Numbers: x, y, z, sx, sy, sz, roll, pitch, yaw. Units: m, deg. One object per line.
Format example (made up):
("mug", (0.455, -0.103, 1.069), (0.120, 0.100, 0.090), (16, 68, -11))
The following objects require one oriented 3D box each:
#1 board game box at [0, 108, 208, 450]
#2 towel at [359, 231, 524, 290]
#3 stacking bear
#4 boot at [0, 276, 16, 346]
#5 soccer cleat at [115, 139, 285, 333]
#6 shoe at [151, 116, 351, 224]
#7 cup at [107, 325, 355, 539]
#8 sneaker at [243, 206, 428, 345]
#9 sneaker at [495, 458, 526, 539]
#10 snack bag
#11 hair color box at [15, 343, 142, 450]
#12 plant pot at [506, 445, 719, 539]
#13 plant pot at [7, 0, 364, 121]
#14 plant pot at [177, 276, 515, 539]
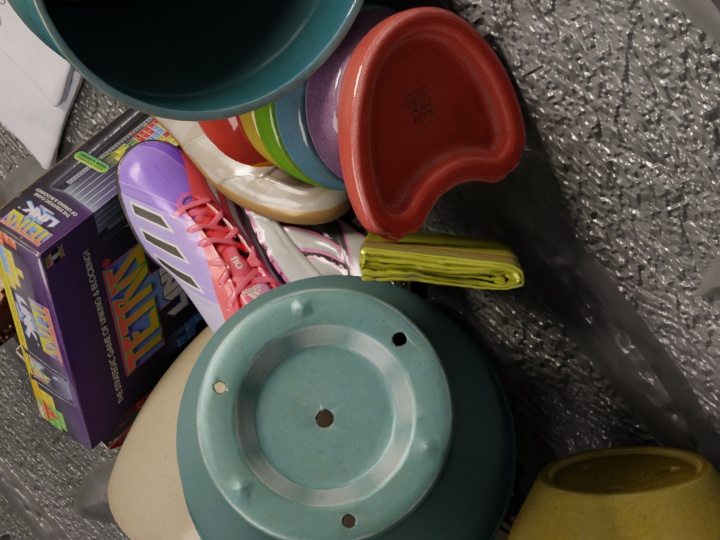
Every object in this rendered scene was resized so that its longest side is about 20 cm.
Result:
("board game box", (-0.156, -0.001, 1.474), (0.057, 0.165, 0.201), (30, 147, 29))
("towel", (0.044, -0.007, 1.203), (0.086, 0.018, 0.200), (7, -175, 2))
("stacking bear", (-0.023, -0.097, 1.243), (0.200, 0.121, 0.114), (11, 125, 51))
("boot", (-0.320, 0.007, 1.804), (0.107, 0.075, 0.200), (46, 143, 9))
("soccer cleat", (-0.081, 0.001, 1.369), (0.201, 0.068, 0.073), (58, 164, -3))
("shoe", (-0.084, -0.097, 1.358), (0.200, 0.070, 0.053), (36, 156, 23))
("cup", (-0.060, 0.107, 1.484), (0.200, 0.200, 0.144), (29, 119, 28))
("sneaker", (0.000, 0.000, 1.372), (0.201, 0.086, 0.080), (58, -178, 18))
("sneaker", (0.071, 0.145, 1.399), (0.078, 0.080, 0.200), (3, 159, 14))
("snack bag", (-0.273, -0.179, 1.560), (0.189, 0.021, 0.200), (44, 151, 6))
("hair color box", (-0.197, 0.079, 1.655), (0.102, 0.061, 0.200), (47, 176, 0))
("plant pot", (0.161, 0.184, 1.289), (0.199, 0.199, 0.143), (7, 106, 49))
("plant pot", (-0.119, -0.194, 1.180), (0.188, 0.200, 0.201), (25, 147, 59))
("plant pot", (-0.013, 0.089, 1.209), (0.200, 0.200, 0.188), (41, 174, 10))
